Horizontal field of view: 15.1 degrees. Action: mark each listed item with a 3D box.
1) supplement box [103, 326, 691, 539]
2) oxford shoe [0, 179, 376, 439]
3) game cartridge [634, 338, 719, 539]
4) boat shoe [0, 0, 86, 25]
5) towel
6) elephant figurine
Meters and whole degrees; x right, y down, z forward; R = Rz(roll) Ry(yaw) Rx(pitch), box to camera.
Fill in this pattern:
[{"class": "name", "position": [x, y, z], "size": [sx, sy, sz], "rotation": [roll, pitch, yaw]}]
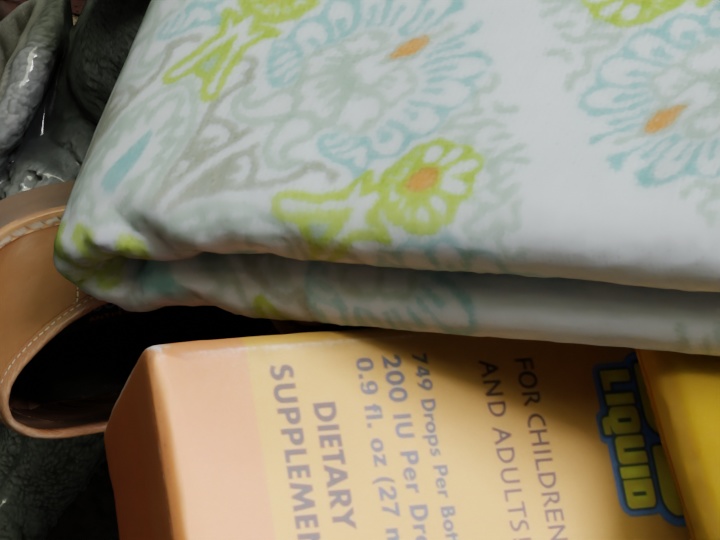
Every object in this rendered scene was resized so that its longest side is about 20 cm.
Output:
[{"class": "supplement box", "position": [0.046, 0.048, 0.618], "size": [0.199, 0.069, 0.067], "rotation": [-4, 68, -18]}, {"class": "oxford shoe", "position": [0.000, 0.000, 0.658], "size": [0.199, 0.072, 0.071], "rotation": [-19, 30, -5]}, {"class": "game cartridge", "position": [0.137, -0.026, 0.590], "size": [0.175, 0.033, 0.201], "rotation": [-16, 49, 4]}, {"class": "boat shoe", "position": [-0.018, -0.098, 0.844], "size": [0.199, 0.072, 0.072], "rotation": [-9, 35, -7]}, {"class": "towel", "position": [0.044, -0.063, 0.603], "size": [0.199, 0.048, 0.172], "rotation": [3, 53, 26]}, {"class": "elephant figurine", "position": [-0.063, -0.029, 0.764], "size": [0.142, 0.200, 0.155], "rotation": [49, 32, 16]}]
